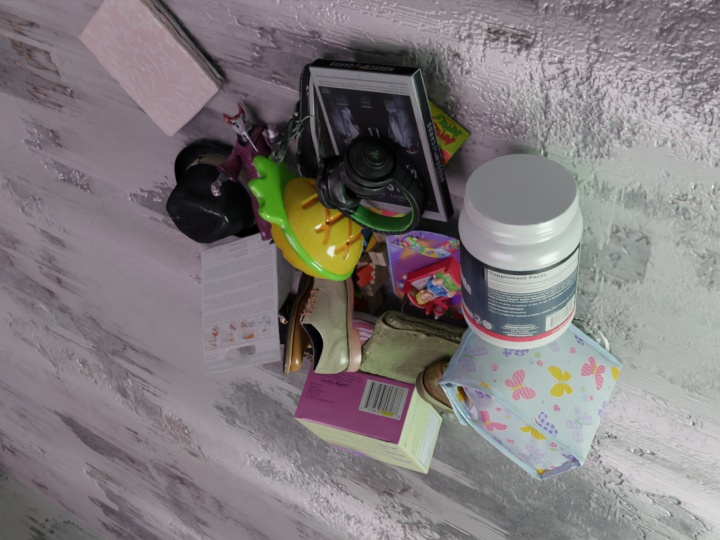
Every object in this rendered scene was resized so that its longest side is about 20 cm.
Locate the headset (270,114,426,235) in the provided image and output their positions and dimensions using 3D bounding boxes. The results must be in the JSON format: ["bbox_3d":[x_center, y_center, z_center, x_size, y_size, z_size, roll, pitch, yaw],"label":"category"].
[{"bbox_3d":[-0.014,-0.104,1.108,0.200,0.094,0.123,41,148,-19],"label":"headset"}]

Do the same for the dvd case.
[{"bbox_3d":[0.027,-0.154,1.118,0.150,0.025,0.201,14,136,35],"label":"dvd case"}]

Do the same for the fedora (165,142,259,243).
[{"bbox_3d":[-0.231,-0.100,1.449,0.200,0.092,0.201,26,144,21],"label":"fedora"}]

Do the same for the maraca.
[{"bbox_3d":[-0.070,-0.068,1.210,0.107,0.138,0.200,-29,127,27],"label":"maraca"}]

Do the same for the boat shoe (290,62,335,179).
[{"bbox_3d":[-0.062,-0.185,1.210,0.060,0.076,0.201,18,139,21],"label":"boat shoe"}]

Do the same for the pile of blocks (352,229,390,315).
[{"bbox_3d":[0.000,0.000,1.366,0.082,0.062,0.201,32,144,12],"label":"pile of blocks"}]

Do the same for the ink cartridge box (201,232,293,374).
[{"bbox_3d":[-0.172,0.050,1.440,0.159,0.202,0.047,-14,163,34],"label":"ink cartridge box"}]

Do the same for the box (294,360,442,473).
[{"bbox_3d":[0.018,0.234,1.492,0.175,0.097,0.200,11,160,22],"label":"box"}]

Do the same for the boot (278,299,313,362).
[{"bbox_3d":[-0.120,0.073,1.552,0.150,0.073,0.201,26,147,23],"label":"boot"}]

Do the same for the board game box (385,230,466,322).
[{"bbox_3d":[0.107,0.026,1.270,0.157,0.039,0.201,15,148,17],"label":"board game box"}]

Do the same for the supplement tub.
[{"bbox_3d":[0.185,-0.019,1.096,0.140,0.140,0.201,21,141,26],"label":"supplement tub"}]

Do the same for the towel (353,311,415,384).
[{"bbox_3d":[0.042,0.133,1.452,0.145,0.030,0.201,11,147,18],"label":"towel"}]

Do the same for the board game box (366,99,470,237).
[{"bbox_3d":[0.047,-0.134,1.184,0.101,0.048,0.200,39,146,2],"label":"board game box"}]

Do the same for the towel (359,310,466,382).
[{"bbox_3d":[0.099,0.119,1.354,0.199,0.037,0.149,12,144,-15],"label":"towel"}]

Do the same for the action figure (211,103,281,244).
[{"bbox_3d":[-0.126,-0.144,1.325,0.133,0.149,0.201,-22,94,27],"label":"action figure"}]

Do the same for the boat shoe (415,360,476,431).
[{"bbox_3d":[0.177,0.186,1.350,0.199,0.072,0.068,22,141,-25],"label":"boat shoe"}]

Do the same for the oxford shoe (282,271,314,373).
[{"bbox_3d":[-0.073,0.075,1.406,0.071,0.201,0.072,16,137,-1],"label":"oxford shoe"}]

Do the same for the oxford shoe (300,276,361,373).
[{"bbox_3d":[-0.050,0.049,1.346,0.071,0.073,0.202,149,112,-66],"label":"oxford shoe"}]

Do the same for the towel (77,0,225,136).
[{"bbox_3d":[-0.300,-0.303,1.348,0.200,0.032,0.191,49,144,-13],"label":"towel"}]

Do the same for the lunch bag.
[{"bbox_3d":[0.210,0.139,1.213,0.200,0.170,0.127,37,147,-9],"label":"lunch bag"}]
